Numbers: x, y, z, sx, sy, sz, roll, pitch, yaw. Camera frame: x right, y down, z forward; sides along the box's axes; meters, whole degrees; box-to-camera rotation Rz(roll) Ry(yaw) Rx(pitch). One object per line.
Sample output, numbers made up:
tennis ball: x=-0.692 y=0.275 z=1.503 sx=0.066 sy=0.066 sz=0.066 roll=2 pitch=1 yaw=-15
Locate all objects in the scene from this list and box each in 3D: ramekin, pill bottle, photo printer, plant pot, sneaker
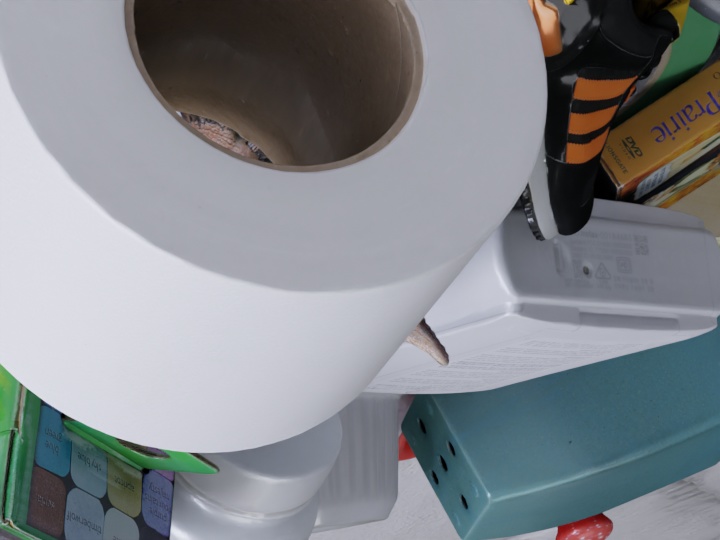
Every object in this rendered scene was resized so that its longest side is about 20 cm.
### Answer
ramekin: x=-0.066 y=0.122 z=1.208 sx=0.200 sy=0.095 sz=0.202 roll=-10 pitch=171 yaw=-2
pill bottle: x=-0.091 y=0.141 z=1.048 sx=0.112 sy=0.113 sz=0.201 roll=-4 pitch=137 yaw=-36
photo printer: x=0.062 y=0.018 z=0.993 sx=0.165 sy=0.070 sz=0.199 roll=4 pitch=165 yaw=-39
plant pot: x=0.137 y=0.085 z=1.257 sx=0.199 sy=0.142 sz=0.142 roll=-24 pitch=162 yaw=-20
sneaker: x=0.098 y=-0.083 z=0.808 sx=0.089 sy=0.070 sz=0.201 roll=-18 pitch=146 yaw=2

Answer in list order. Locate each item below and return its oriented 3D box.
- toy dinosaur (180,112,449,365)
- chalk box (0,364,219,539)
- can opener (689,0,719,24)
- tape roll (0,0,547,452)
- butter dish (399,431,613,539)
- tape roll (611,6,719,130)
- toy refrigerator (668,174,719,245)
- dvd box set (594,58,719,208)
toy dinosaur: x=-0.040 y=-0.022 z=0.852 sx=0.199 sy=0.136 sz=0.086 roll=11 pitch=140 yaw=31
chalk box: x=-0.162 y=0.086 z=0.893 sx=0.199 sy=0.125 sz=0.124 roll=-13 pitch=149 yaw=25
can opener: x=0.210 y=-0.124 z=0.879 sx=0.199 sy=0.053 sz=0.067 roll=23 pitch=107 yaw=-35
tape roll: x=-0.049 y=-0.051 z=0.708 sx=0.201 sy=0.204 sz=0.139 roll=-10 pitch=157 yaw=-25
butter dish: x=0.143 y=0.135 z=1.427 sx=0.198 sy=0.149 sz=0.200 roll=-14 pitch=159 yaw=-16
tape roll: x=0.070 y=-0.100 z=0.915 sx=0.199 sy=0.048 sz=0.201 roll=-18 pitch=160 yaw=-7
toy refrigerator: x=0.232 y=-0.030 z=1.206 sx=0.199 sy=0.070 sz=0.076 roll=-3 pitch=154 yaw=-37
dvd box set: x=0.205 y=-0.090 z=1.002 sx=0.199 sy=0.030 sz=0.146 roll=-33 pitch=168 yaw=-3
